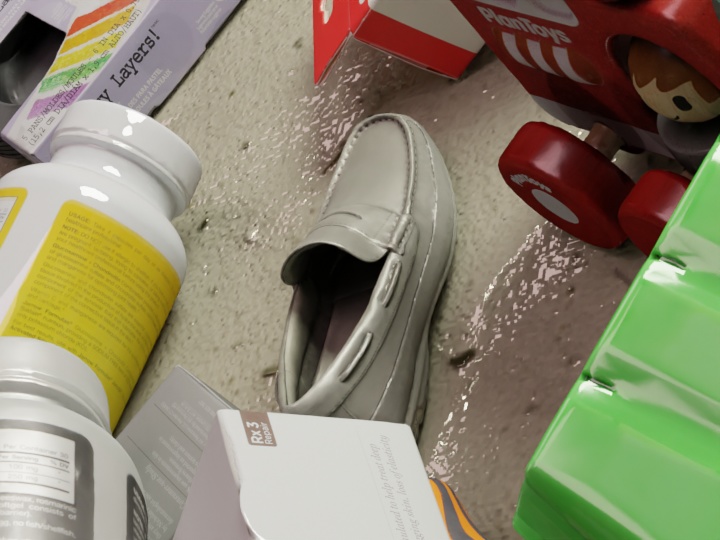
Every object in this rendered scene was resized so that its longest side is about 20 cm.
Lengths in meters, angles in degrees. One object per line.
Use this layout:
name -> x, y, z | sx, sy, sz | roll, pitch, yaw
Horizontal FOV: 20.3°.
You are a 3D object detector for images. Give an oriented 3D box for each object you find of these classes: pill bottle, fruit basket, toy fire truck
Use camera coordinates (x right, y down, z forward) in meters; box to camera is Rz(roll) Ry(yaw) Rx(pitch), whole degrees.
pill bottle -> -0.133, 0.119, 0.751 | 0.111, 0.111, 0.200 | -33, 35, 19
fruit basket -> 0.172, 0.052, 0.618 | 0.215, 0.156, 0.216 | 0, 73, 1
toy fire truck -> 0.110, -0.086, 0.820 | 0.112, 0.168, 0.200 | -53, 37, -7
pill bottle -> -0.157, 0.016, 1.042 | 0.112, 0.112, 0.200 | 0, 57, 45

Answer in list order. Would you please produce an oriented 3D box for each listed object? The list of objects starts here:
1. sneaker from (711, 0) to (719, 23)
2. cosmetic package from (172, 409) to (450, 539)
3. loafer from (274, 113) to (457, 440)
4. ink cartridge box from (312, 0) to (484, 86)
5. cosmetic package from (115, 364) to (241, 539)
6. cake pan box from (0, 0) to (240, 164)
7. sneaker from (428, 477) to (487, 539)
sneaker -> 0.197, -0.075, 0.723 | 0.091, 0.200, 0.078 | 20, 91, 65
cosmetic package -> -0.034, 0.161, 0.738 | 0.113, 0.081, 0.200 | -108, 33, -49
loafer -> 0.000, 0.000, 0.934 | 0.070, 0.070, 0.200 | -22, 44, 30
ink cartridge box -> 0.048, -0.184, 1.019 | 0.200, 0.067, 0.116 | -51, 28, 39
cosmetic package -> -0.092, 0.154, 0.860 | 0.200, 0.107, 0.090 | -54, 37, -4
cake pan box -> -0.168, -0.152, 1.255 | 0.200, 0.052, 0.184 | -51, 35, -4
sneaker -> 0.078, 0.140, 0.743 | 0.112, 0.078, 0.200 | -31, 45, 10
